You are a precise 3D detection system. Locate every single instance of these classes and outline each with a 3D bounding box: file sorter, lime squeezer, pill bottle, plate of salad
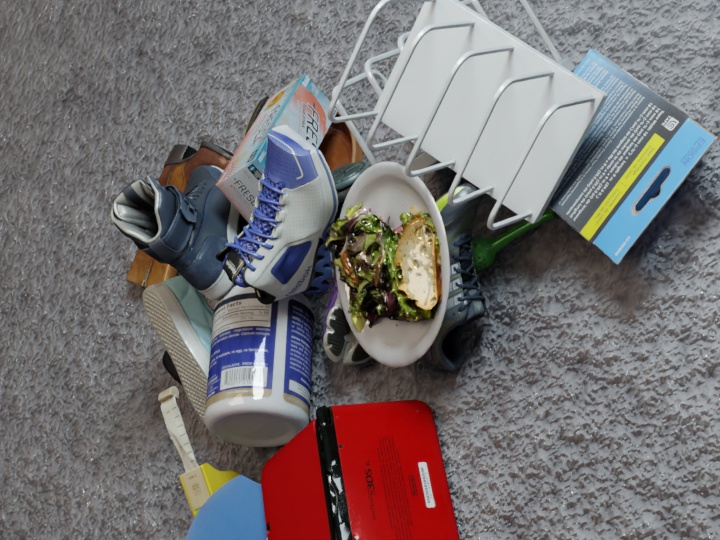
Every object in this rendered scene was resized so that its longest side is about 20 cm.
[{"bbox_3d":[0.090,-0.194,1.378,0.199,0.139,0.125,-32,92,31],"label":"file sorter"},{"bbox_3d":[0.110,-0.035,1.387,0.199,0.038,0.071,-1,67,47],"label":"lime squeezer"},{"bbox_3d":[0.092,-0.146,1.225,0.199,0.124,0.140,36,116,18],"label":"file sorter"},{"bbox_3d":[-0.109,0.084,1.491,0.115,0.115,0.202,-22,53,37],"label":"pill bottle"},{"bbox_3d":[0.020,-0.005,1.314,0.199,0.048,0.202,12,104,56],"label":"plate of salad"}]

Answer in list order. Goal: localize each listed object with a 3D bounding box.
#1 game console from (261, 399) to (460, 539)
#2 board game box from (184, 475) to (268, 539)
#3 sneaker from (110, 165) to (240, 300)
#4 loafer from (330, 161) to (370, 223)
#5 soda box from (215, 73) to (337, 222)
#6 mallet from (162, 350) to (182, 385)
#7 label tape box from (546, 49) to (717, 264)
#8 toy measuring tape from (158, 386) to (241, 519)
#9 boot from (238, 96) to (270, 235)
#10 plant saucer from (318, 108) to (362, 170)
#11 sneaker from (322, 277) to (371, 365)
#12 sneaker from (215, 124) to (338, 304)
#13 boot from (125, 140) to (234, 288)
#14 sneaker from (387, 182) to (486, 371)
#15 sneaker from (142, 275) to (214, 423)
[{"bbox_3d":[-0.003,0.245,1.318,0.119,0.170,0.201,100,164,-51],"label":"game console"},{"bbox_3d":[-0.099,0.313,1.390,0.199,0.039,0.159,20,84,35],"label":"board game box"},{"bbox_3d":[-0.207,-0.078,1.507,0.077,0.146,0.203,-39,36,23],"label":"sneaker"},{"bbox_3d":[-0.039,-0.071,1.483,0.072,0.063,0.199,-38,14,-32],"label":"loafer"},{"bbox_3d":[-0.093,-0.142,1.536,0.068,0.064,0.201,-29,24,33],"label":"soda box"},{"bbox_3d":[-0.202,0.042,1.623,0.066,0.041,0.202,22,108,51],"label":"mallet"},{"bbox_3d":[0.244,-0.100,1.260,0.145,0.063,0.200,-53,41,12],"label":"label tape box"},{"bbox_3d":[-0.163,0.221,1.475,0.073,0.073,0.202,-26,81,34],"label":"toy measuring tape"},{"bbox_3d":[-0.152,-0.102,1.633,0.138,0.077,0.202,-18,55,45],"label":"boot"},{"bbox_3d":[-0.070,-0.103,1.623,0.199,0.032,0.202,-24,53,36],"label":"plant saucer"},{"bbox_3d":[0.000,0.000,1.447,0.202,0.080,0.083,-67,19,3],"label":"sneaker"},{"bbox_3d":[-0.090,-0.038,1.394,0.080,0.115,0.201,37,141,40],"label":"sneaker"},{"bbox_3d":[-0.231,-0.066,1.744,0.187,0.068,0.202,9,76,48],"label":"boot"},{"bbox_3d":[0.093,0.008,1.330,0.081,0.074,0.202,29,121,29],"label":"sneaker"},{"bbox_3d":[-0.171,0.094,1.553,0.074,0.082,0.201,-26,91,56],"label":"sneaker"}]
